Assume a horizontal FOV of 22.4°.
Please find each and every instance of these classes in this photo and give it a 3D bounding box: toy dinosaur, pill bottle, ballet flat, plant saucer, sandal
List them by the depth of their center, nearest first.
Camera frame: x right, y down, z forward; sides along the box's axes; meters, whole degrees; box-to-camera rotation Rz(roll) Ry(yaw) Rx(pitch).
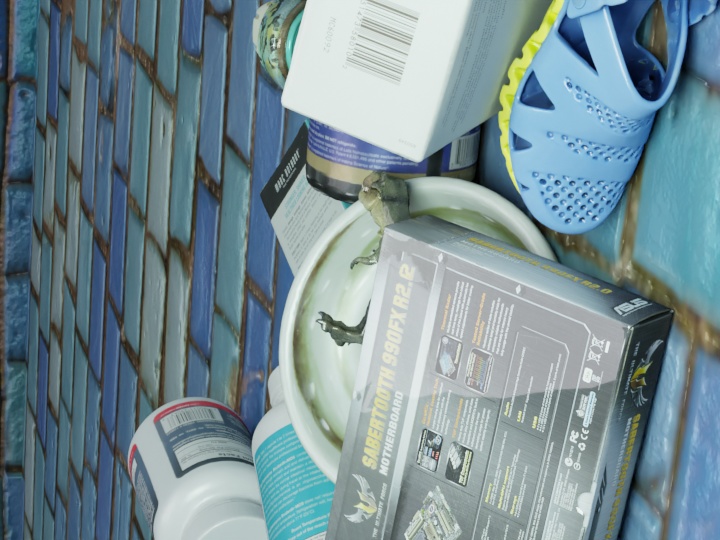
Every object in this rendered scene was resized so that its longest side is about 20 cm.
[{"bbox_3d":[0.125,-0.101,0.912,0.087,0.079,0.201,-121,33,-50],"label":"sandal"},{"bbox_3d":[0.033,0.031,1.054,0.088,0.047,0.200,-40,67,12],"label":"toy dinosaur"},{"bbox_3d":[0.045,0.046,1.097,0.199,0.050,0.202,-5,80,31],"label":"plant saucer"},{"bbox_3d":[0.027,-0.146,1.145,0.112,0.111,0.201,-136,48,-65],"label":"pill bottle"},{"bbox_3d":[-0.035,-0.159,1.228,0.200,0.074,0.075,-23,-61,-64],"label":"ballet flat"},{"bbox_3d":[-0.016,0.159,1.286,0.111,0.110,0.201,114,149,-52],"label":"pill bottle"},{"bbox_3d":[-0.133,0.209,1.628,0.200,0.119,0.120,-126,39,-60],"label":"pill bottle"}]

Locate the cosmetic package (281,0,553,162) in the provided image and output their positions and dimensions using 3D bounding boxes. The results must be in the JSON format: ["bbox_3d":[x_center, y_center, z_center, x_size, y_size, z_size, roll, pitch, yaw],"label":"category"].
[{"bbox_3d":[0.047,-0.137,0.947,0.200,0.084,0.108,-35,-35,-62],"label":"cosmetic package"}]

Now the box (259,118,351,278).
[{"bbox_3d":[0.000,0.000,1.221,0.082,0.049,0.201,-54,49,42],"label":"box"}]

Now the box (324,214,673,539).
[{"bbox_3d":[0.069,0.090,0.980,0.158,0.048,0.201,22,111,33],"label":"box"}]
